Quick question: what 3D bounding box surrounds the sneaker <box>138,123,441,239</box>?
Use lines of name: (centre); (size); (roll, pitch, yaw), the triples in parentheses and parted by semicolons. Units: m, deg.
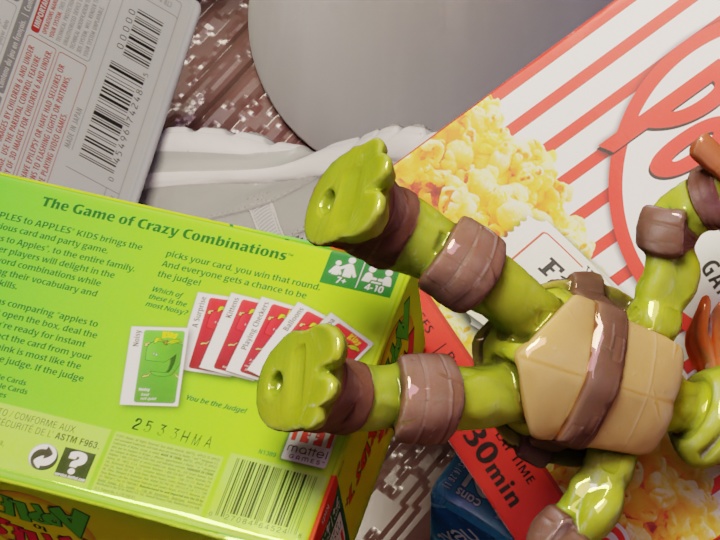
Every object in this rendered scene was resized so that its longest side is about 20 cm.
sneaker: (0.000, 0.000, 0.991); (0.199, 0.075, 0.082); (2, 72, 38)

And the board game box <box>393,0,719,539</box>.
board game box: (0.108, -0.009, 0.885); (0.200, 0.046, 0.152); (-37, 80, 11)

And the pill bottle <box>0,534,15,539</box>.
pill bottle: (-0.179, 0.141, 0.908); (0.199, 0.112, 0.112); (-23, 62, 1)

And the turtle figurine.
turtle figurine: (0.058, 0.018, 0.820); (0.161, 0.064, 0.201); (20, 96, -25)

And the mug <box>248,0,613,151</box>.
mug: (0.020, -0.144, 1.038); (0.149, 0.153, 0.187); (-26, 63, -11)

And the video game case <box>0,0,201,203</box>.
video game case: (-0.156, -0.041, 0.956); (0.182, 0.022, 0.201); (29, 67, -29)

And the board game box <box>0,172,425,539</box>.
board game box: (-0.091, 0.030, 0.863); (0.199, 0.048, 0.102); (13, 59, 14)

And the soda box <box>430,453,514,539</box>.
soda box: (0.103, 0.029, 0.987); (0.064, 0.068, 0.200); (30, 67, 17)
